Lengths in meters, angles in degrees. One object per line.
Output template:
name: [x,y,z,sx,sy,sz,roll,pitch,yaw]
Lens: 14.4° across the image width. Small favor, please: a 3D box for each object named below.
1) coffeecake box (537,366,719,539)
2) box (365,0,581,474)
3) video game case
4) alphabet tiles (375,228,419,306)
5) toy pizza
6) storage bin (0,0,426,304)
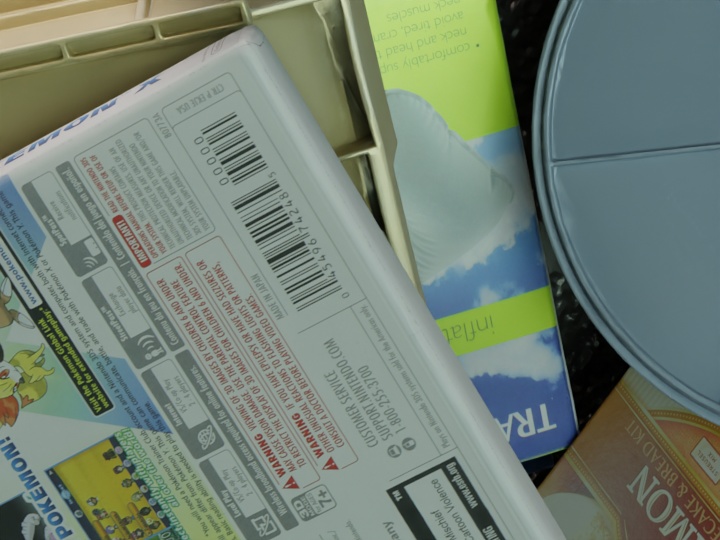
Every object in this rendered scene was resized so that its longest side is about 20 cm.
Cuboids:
coffeecake box: [0.107,0.139,0.949,0.073,0.154,0.200,20,113,-41]
box: [0.000,0.000,0.958,0.121,0.048,0.201,-16,110,-9]
video game case: [-0.057,0.056,0.825,0.182,0.022,0.201,-27,107,14]
alphabet tiles: [-0.060,0.069,0.845,0.199,0.006,0.167,-23,107,13]
toy pizza: [0.153,-0.043,0.891,0.199,0.032,0.202,1,93,13]
storage bin: [-0.076,0.010,0.878,0.197,0.094,0.201,-11,109,9]
